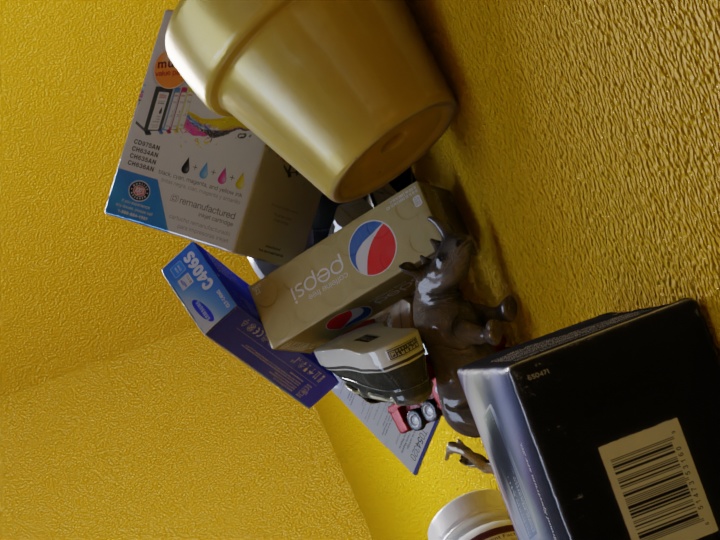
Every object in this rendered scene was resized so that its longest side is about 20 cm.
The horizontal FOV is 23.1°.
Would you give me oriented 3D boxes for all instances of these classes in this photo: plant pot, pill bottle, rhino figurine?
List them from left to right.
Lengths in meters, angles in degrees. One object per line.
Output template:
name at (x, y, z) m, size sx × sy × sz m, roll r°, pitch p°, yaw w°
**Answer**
plant pot at (-0.026, -0.167, 1.437) m, size 0.189 × 0.201 × 0.201 m, roll 52°, pitch 169°, yaw 13°
rhino figurine at (0.086, 0.050, 1.477) m, size 0.060 × 0.087 × 0.200 m, roll -26°, pitch -80°, yaw -53°
pill bottle at (0.143, 0.315, 1.709) m, size 0.200 × 0.114 × 0.114 m, roll -117°, pitch 10°, yaw -45°

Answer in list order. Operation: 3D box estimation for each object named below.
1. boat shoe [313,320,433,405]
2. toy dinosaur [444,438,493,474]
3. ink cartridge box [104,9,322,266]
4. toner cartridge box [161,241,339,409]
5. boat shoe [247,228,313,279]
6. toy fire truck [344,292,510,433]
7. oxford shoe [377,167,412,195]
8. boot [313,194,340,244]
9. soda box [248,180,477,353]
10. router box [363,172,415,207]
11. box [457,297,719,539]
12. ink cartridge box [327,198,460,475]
boat shoe at (0.012, 0.086, 1.536) m, size 0.064 × 0.071 × 0.200 m, roll 68°, pitch 168°, yaw -7°
toy dinosaur at (0.131, 0.161, 1.532) m, size 0.101 × 0.058 × 0.200 m, roll 24°, pitch 169°, yaw 19°
ink cartridge box at (-0.118, -0.121, 1.644) m, size 0.145 × 0.147 × 0.200 m, roll 16°, pitch -89°, yaw -67°
toner cartridge box at (-0.102, 0.055, 1.675) m, size 0.095 × 0.043 × 0.200 m, roll 51°, pitch -174°, yaw 37°
boat shoe at (-0.102, -0.070, 1.758) m, size 0.070 × 0.071 × 0.200 m, roll 130°, pitch 121°, yaw -69°
toy fire truck at (0.049, 0.071, 1.618) m, size 0.200 × 0.049 × 0.141 m, roll -38°, pitch 76°, yaw 49°
oxford shoe at (0.021, -0.154, 1.635) m, size 0.075 × 0.070 × 0.200 m, roll 31°, pitch 148°, yaw 33°
boot at (-0.031, -0.055, 1.789) m, size 0.162 × 0.073 × 0.198 m, roll 102°, pitch 148°, yaw -62°
soda box at (0.000, 0.000, 1.585) m, size 0.064 × 0.200 × 0.068 m, roll 12°, pitch -128°, yaw -59°
router box at (0.047, -0.005, 1.810) m, size 0.200 × 0.052 × 0.157 m, roll 116°, pitch 133°, yaw -81°
box at (0.157, 0.132, 1.070) m, size 0.198 × 0.123 × 0.200 m, roll 139°, pitch 111°, yaw -84°
ink cartridge box at (0.028, 0.064, 1.709) m, size 0.200 × 0.043 × 0.196 m, roll 44°, pitch 135°, yaw 26°
